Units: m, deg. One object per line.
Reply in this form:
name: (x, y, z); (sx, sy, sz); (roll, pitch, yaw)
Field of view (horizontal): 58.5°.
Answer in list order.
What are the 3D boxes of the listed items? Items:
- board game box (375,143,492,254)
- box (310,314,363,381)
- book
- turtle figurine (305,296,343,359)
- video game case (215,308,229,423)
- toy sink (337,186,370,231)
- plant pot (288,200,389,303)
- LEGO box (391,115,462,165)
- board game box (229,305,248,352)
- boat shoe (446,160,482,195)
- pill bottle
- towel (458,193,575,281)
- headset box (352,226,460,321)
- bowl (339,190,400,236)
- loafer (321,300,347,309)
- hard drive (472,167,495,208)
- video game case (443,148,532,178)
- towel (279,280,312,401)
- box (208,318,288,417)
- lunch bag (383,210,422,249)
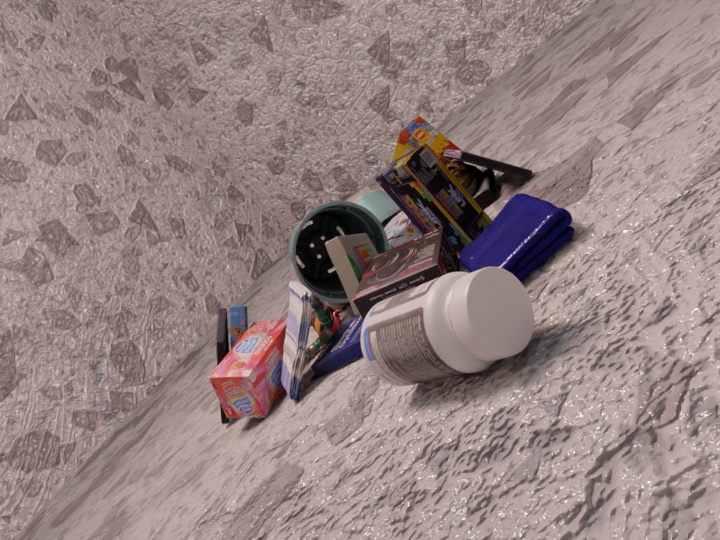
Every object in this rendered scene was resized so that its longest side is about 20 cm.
board game box: (0.130, -0.116, 1.130); (0.057, 0.200, 0.165); (-45, 10, -14)
box: (-0.016, 0.124, 1.156); (0.200, 0.032, 0.121); (-34, 13, 40)
book: (0.000, 0.000, 1.172); (0.048, 0.134, 0.200); (-24, 0, 15)
turtle figurine: (-0.089, 0.110, 1.313); (0.200, 0.100, 0.151); (-119, 34, -66)
video game case: (-0.294, 0.204, 1.388); (0.019, 0.202, 0.143); (-3, 25, -8)
toy sink: (-0.034, -0.180, 2.254); (0.200, 0.112, 0.130); (-43, 9, -36)
plant pot: (-0.064, -0.043, 1.360); (0.200, 0.200, 0.196); (-43, 14, -9)
LEGO box: (0.154, -0.247, 1.548); (0.077, 0.149, 0.200); (-44, -12, -20)
board game box: (-0.263, 0.179, 1.407); (0.036, 0.202, 0.151); (-2, -3, -9)
boat shoe: (0.212, -0.205, 1.371); (0.072, 0.068, 0.200); (-40, 9, 18)
pill bottle: (0.096, 0.067, 0.745); (0.114, 0.114, 0.200); (-48, 12, -33)
towel: (0.220, -0.038, 0.922); (0.148, 0.049, 0.200); (-48, 10, 8)
headset box: (0.079, 0.019, 1.038); (0.148, 0.075, 0.200); (-23, 16, 19)
bowl: (0.025, -0.124, 1.620); (0.200, 0.105, 0.201); (-38, -16, -13)
loafer: (-0.075, 0.054, 1.551); (0.070, 0.070, 0.200); (-43, 10, -10)
hard drive: (0.228, -0.152, 1.384); (0.139, 0.033, 0.200); (-38, 11, 22)
video game case: (0.252, -0.219, 1.307); (0.200, 0.142, 0.019); (-98, 23, -77)
towel: (-0.124, 0.124, 1.192); (0.147, 0.024, 0.202); (-151, 68, -71)
box: (-0.202, 0.193, 1.290); (0.094, 0.103, 0.200); (-6, 27, 24)
lunch bag: (0.083, -0.067, 1.461); (0.160, 0.076, 0.200); (-42, 9, 26)
